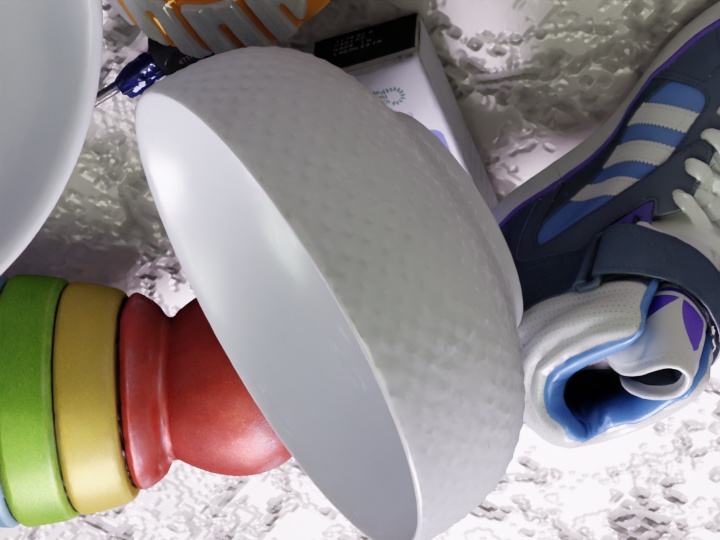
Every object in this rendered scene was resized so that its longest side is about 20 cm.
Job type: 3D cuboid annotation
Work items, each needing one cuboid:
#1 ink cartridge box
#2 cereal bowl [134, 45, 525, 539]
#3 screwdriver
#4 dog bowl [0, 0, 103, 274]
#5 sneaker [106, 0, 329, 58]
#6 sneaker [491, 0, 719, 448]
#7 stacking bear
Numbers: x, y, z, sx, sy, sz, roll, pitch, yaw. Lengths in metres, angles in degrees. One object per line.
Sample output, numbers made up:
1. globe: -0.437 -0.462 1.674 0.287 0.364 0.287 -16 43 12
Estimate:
1. ink cartridge box: 0.013 -0.009 1.185 0.095 0.037 0.200 -15 125 14
2. cereal bowl: 0.000 0.000 1.061 0.083 0.200 0.200 -31 130 -16
3. screwdriver: -0.107 -0.066 1.152 0.200 0.028 0.029 -32 150 28
4. dog bowl: -0.192 -0.080 1.031 0.079 0.200 0.200 18 143 41
5. sneaker: -0.022 -0.137 1.059 0.200 0.077 0.078 -9 126 34
6. sneaker: 0.132 -0.012 1.087 0.200 0.147 0.081 -38 122 16
7. stacking bear: -0.115 0.050 1.193 0.200 0.114 0.122 -4 130 5
